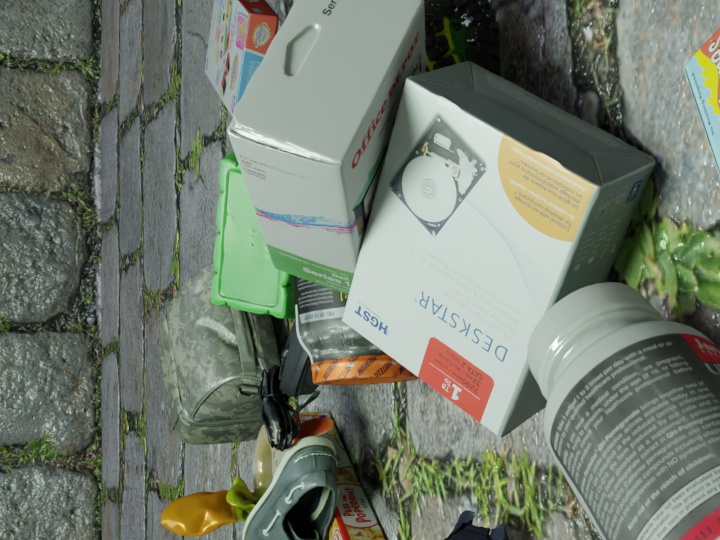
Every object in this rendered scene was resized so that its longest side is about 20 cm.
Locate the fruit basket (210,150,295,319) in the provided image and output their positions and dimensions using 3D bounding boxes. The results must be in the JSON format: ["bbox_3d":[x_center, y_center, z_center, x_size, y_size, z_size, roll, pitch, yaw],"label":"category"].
[{"bbox_3d":[-0.087,-0.050,1.227,0.215,0.155,0.217,10,-90,-70],"label":"fruit basket"}]

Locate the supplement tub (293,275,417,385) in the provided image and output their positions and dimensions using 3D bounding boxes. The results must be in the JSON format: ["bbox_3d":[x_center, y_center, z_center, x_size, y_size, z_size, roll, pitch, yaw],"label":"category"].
[{"bbox_3d":[0.000,0.000,0.977,0.122,0.122,0.201,155,114,-66],"label":"supplement tub"}]

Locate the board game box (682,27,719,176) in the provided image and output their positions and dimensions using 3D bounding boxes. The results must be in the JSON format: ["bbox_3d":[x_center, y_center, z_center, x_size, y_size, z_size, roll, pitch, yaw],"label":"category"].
[{"bbox_3d":[0.236,-0.095,0.417,0.200,0.104,0.104,127,139,-54],"label":"board game box"}]

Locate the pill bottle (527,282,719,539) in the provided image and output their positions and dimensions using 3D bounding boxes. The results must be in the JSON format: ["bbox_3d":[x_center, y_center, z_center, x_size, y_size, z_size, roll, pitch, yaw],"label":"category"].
[{"bbox_3d":[0.165,0.098,0.576,0.200,0.110,0.111,-117,35,-49],"label":"pill bottle"}]

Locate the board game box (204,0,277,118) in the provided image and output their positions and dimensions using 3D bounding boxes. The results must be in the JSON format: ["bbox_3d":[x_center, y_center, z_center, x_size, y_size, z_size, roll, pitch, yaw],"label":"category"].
[{"bbox_3d":[-0.172,-0.316,1.526,0.200,0.040,0.154,-123,40,-54],"label":"board game box"}]

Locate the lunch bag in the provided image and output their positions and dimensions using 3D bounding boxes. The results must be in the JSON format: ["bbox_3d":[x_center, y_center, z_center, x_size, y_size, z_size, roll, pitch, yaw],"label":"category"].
[{"bbox_3d":[-0.172,0.105,1.379,0.168,0.139,0.201,117,146,-49],"label":"lunch bag"}]

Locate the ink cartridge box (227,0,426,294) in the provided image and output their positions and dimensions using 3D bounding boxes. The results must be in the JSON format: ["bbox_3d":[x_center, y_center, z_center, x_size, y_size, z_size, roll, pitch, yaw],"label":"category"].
[{"bbox_3d":[-0.014,-0.093,0.782,0.200,0.084,0.145,80,-148,-64],"label":"ink cartridge box"}]

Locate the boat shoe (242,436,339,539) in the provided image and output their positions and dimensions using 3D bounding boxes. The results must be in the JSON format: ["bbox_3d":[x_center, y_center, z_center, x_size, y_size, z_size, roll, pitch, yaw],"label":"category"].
[{"bbox_3d":[-0.069,0.259,1.085,0.062,0.072,0.201,-113,38,-52],"label":"boat shoe"}]

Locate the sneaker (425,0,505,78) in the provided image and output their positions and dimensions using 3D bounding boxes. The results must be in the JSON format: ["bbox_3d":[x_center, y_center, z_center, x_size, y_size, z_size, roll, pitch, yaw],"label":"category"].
[{"bbox_3d":[0.092,-0.115,0.842,0.085,0.078,0.201,82,179,-74],"label":"sneaker"}]

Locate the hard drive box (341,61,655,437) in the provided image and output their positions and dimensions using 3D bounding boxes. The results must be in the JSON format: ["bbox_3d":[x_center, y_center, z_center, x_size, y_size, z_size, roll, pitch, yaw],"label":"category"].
[{"bbox_3d":[0.086,-0.016,0.739,0.156,0.077,0.201,34,127,28],"label":"hard drive box"}]

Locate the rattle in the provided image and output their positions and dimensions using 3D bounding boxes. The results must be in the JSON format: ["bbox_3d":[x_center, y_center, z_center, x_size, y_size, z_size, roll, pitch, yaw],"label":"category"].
[{"bbox_3d":[-0.121,0.201,1.136,0.200,0.142,0.131,116,167,-56],"label":"rattle"}]

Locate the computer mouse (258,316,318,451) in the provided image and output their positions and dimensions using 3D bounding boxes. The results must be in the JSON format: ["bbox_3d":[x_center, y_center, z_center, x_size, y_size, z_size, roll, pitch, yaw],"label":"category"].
[{"bbox_3d":[-0.049,0.071,1.080,0.200,0.053,0.139,-52,22,13],"label":"computer mouse"}]

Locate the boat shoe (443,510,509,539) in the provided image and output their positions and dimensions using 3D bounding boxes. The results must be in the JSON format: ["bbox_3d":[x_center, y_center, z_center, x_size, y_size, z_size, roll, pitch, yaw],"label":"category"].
[{"bbox_3d":[0.088,0.275,0.835,0.074,0.093,0.201,22,140,32],"label":"boat shoe"}]

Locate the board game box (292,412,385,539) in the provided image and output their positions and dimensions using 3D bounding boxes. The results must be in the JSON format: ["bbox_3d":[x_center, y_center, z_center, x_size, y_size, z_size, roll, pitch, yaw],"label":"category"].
[{"bbox_3d":[-0.040,0.275,1.167,0.200,0.046,0.152,-121,38,-53],"label":"board game box"}]
